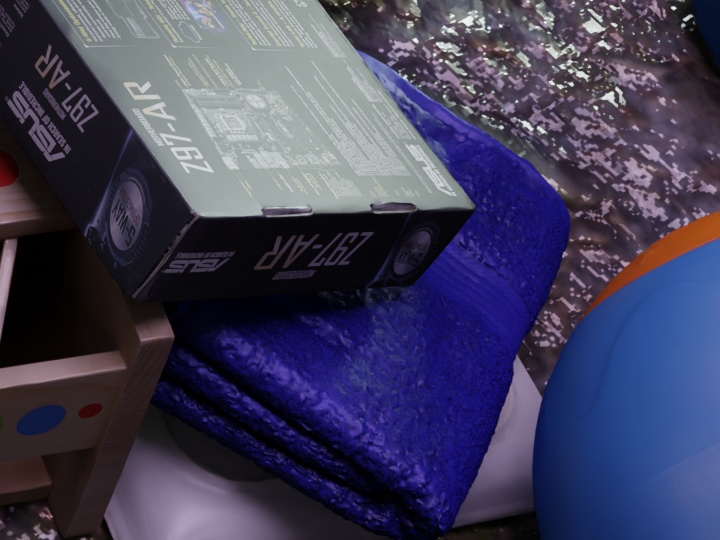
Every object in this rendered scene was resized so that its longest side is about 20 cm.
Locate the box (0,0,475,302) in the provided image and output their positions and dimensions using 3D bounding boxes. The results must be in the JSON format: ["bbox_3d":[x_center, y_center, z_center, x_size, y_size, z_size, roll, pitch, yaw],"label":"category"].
[{"bbox_3d":[-0.070,-0.078,1.087,0.160,0.044,0.200,-4,51,-52],"label":"box"}]

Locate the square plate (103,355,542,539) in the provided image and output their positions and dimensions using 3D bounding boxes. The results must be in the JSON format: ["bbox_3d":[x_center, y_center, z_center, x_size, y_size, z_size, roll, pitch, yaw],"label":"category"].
[{"bbox_3d":[-0.030,0.021,1.185,0.199,0.028,0.199,-9,57,-28],"label":"square plate"}]

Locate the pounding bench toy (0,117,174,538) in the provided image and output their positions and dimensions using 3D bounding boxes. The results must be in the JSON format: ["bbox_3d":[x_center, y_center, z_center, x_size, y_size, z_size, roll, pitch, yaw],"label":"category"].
[{"bbox_3d":[-0.184,-0.007,1.081,0.155,0.124,0.201,-8,56,-27],"label":"pounding bench toy"}]

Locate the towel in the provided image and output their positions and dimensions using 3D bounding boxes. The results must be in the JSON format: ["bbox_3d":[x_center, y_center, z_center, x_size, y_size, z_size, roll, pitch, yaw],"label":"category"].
[{"bbox_3d":[0.000,0.000,1.150,0.147,0.050,0.200,30,42,-4],"label":"towel"}]

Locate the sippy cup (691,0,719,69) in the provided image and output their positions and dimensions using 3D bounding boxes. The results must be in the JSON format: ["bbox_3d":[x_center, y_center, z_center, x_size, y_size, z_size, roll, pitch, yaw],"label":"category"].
[{"bbox_3d":[0.222,-0.140,1.357,0.130,0.140,0.178,-21,53,-21],"label":"sippy cup"}]

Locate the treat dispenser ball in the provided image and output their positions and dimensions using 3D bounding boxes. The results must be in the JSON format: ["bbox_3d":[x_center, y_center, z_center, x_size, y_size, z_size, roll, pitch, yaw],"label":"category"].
[{"bbox_3d":[0.163,0.074,1.102,0.200,0.201,0.201,11,49,-13],"label":"treat dispenser ball"}]
